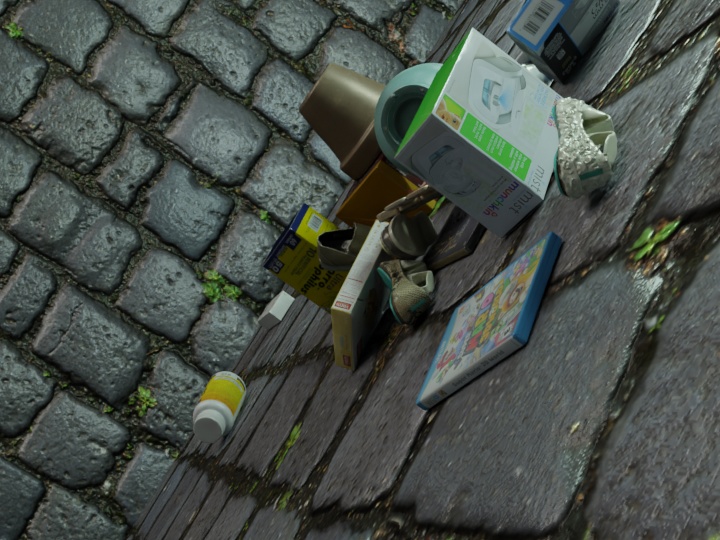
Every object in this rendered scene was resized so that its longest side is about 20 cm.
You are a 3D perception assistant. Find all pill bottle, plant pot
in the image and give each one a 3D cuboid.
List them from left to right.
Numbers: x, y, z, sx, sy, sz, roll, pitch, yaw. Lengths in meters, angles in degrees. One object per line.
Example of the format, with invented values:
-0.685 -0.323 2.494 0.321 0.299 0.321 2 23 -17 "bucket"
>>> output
-0.368 0.356 2.505 0.110 0.108 0.201 -52 9 25 "pill bottle"
-0.020 -0.308 1.878 0.201 0.173 0.201 -52 10 13 "plant pot"
0.106 -0.258 1.665 0.202 0.200 0.134 -53 -10 17 "plant pot"

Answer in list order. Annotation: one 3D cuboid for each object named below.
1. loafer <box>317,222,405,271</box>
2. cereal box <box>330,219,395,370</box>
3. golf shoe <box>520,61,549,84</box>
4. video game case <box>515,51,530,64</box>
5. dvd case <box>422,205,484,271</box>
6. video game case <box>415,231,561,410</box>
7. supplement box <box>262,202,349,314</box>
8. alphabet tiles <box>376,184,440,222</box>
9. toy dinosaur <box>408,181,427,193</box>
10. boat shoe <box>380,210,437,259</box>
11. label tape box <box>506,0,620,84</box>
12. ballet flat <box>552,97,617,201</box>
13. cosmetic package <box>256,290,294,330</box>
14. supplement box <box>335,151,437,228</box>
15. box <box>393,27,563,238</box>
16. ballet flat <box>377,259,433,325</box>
0.008 -0.041 1.676 0.196 0.070 0.076 -7 52 22 "loafer"
0.008 0.039 1.558 0.145 0.039 0.202 86 -157 -49 "cereal box"
0.237 -0.245 1.467 0.199 0.094 0.079 -38 -41 -26 "golf shoe"
0.262 -0.330 1.616 0.183 0.023 0.200 -52 -4 31 "video game case"
0.154 -0.072 1.425 0.150 0.016 0.200 -59 8 -17 "dvd case"
0.134 0.057 1.034 0.200 0.018 0.144 -46 14 53 "video game case"
-0.069 -0.013 1.857 0.109 0.198 0.110 -50 10 32 "supplement box"
0.121 -0.124 1.471 0.198 0.015 0.195 -28 -3 27 "alphabet tiles"
0.153 -0.235 1.506 0.183 0.103 0.202 86 -155 -56 "toy dinosaur"
0.066 -0.049 1.503 0.059 0.073 0.200 -29 0 20 "boat shoe"
0.303 -0.353 1.393 0.144 0.066 0.199 -55 -30 9 "label tape box"
0.244 -0.136 1.038 0.072 0.071 0.201 -50 12 31 "ballet flat"
-0.266 0.125 3.006 0.083 0.050 0.200 -60 9 -19 "cosmetic package"
0.080 -0.183 1.881 0.197 0.132 0.202 -44 14 55 "supplement box"
0.160 -0.174 1.227 0.097 0.175 0.202 -46 12 47 "box"
0.073 0.022 1.422 0.075 0.068 0.200 -33 17 5 "ballet flat"
